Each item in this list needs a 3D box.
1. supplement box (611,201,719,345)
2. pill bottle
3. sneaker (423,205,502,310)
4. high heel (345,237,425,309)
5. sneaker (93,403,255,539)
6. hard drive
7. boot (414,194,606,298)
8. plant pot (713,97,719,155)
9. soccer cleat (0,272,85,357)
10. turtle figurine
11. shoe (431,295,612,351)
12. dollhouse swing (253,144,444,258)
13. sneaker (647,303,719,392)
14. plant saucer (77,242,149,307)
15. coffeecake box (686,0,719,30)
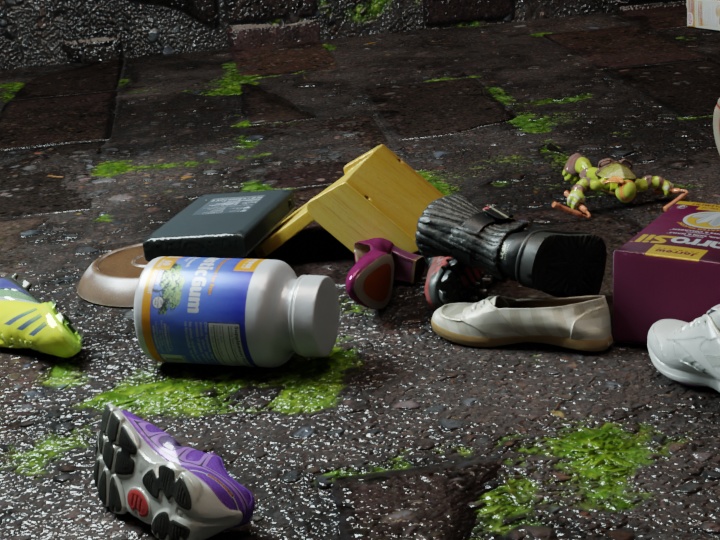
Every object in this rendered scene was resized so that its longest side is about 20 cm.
[{"bbox_3d":[0.360,0.005,1.509,0.129,0.105,0.199,8,22,30],"label":"supplement box"},{"bbox_3d":[-0.126,0.043,1.492,0.197,0.114,0.112,1,18,19],"label":"pill bottle"},{"bbox_3d":[0.108,-0.006,1.662,0.097,0.072,0.201,-14,22,31],"label":"sneaker"},{"bbox_3d":[0.000,0.000,1.665,0.095,0.068,0.200,14,8,21],"label":"high heel"},{"bbox_3d":[-0.160,0.174,1.198,0.083,0.082,0.199,2,17,-40],"label":"sneaker"},{"bbox_3d":[-0.179,-0.059,1.836,0.137,0.033,0.200,-3,18,17],"label":"hard drive"},{"bbox_3d":[0.170,-0.024,1.571,0.156,0.081,0.210,17,0,35],"label":"boot"},{"bbox_3d":[0.602,-0.205,1.988,0.175,0.203,0.200,-20,21,-14],"label":"plant pot"},{"bbox_3d":[-0.373,0.066,1.597,0.084,0.065,0.199,-44,37,-16],"label":"soccer cleat"},{"bbox_3d":[0.337,-0.124,1.971,0.197,0.065,0.161,-8,18,-12],"label":"turtle figurine"},{"bbox_3d":[0.169,0.047,1.505,0.197,0.054,0.070,4,19,23],"label":"shoe"},{"bbox_3d":[-0.008,-0.048,1.871,0.181,0.176,0.200,39,23,-1],"label":"dollhouse swing"},{"bbox_3d":[0.336,0.066,1.333,0.074,0.101,0.200,-13,18,-19],"label":"sneaker"},{"bbox_3d":[-0.258,-0.001,1.795,0.197,0.033,0.201,-5,19,2],"label":"plant saucer"},{"bbox_3d":[0.871,-0.597,3.281,0.152,0.074,0.199,-14,20,-25],"label":"coffeecake box"}]
